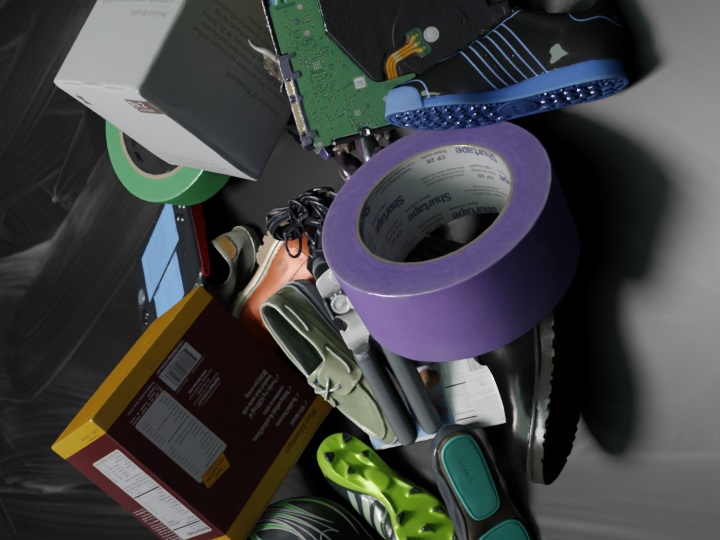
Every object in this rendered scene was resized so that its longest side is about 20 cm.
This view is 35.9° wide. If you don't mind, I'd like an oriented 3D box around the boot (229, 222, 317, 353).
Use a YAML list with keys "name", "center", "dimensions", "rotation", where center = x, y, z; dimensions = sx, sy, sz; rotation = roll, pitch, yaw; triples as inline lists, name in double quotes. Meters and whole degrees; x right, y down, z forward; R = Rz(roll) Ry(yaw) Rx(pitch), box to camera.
- name: "boot"
  center: [-0.077, 0.045, 1.210]
  dimensions: [0.107, 0.075, 0.201]
  rotation: [44, 129, 24]

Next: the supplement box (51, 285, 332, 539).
- name: "supplement box"
  center: [-0.177, 0.167, 1.194]
  dimensions: [0.200, 0.198, 0.133]
  rotation: [43, 144, -11]

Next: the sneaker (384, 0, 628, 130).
- name: "sneaker"
  center: [0.114, -0.167, 0.899]
  dimensions: [0.199, 0.070, 0.078]
  rotation: [-9, 77, 13]

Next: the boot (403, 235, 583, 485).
- name: "boot"
  center: [0.111, 0.075, 0.979]
  dimensions: [0.157, 0.079, 0.213]
  rotation: [0, 85, 34]

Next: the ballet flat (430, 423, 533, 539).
- name: "ballet flat"
  center: [0.116, 0.235, 1.056]
  dimensions: [0.073, 0.073, 0.201]
  rotation: [-14, 102, 48]

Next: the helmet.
- name: "helmet"
  center: [-0.061, 0.335, 1.175]
  dimensions: [0.190, 0.200, 0.201]
  rotation: [38, 128, 13]

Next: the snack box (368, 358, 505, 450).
- name: "snack box"
  center: [0.071, 0.129, 1.102]
  dimensions: [0.199, 0.024, 0.072]
  rotation: [-22, 85, 48]

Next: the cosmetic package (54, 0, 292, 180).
- name: "cosmetic package"
  center: [-0.157, -0.219, 1.085]
  dimensions: [0.164, 0.165, 0.201]
  rotation: [15, 75, 47]

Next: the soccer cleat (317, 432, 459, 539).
- name: "soccer cleat"
  center: [0.033, 0.247, 1.155]
  dimensions: [0.200, 0.067, 0.081]
  rotation: [41, 158, 22]

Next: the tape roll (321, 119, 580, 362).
- name: "tape roll"
  center: [0.074, -0.028, 0.919]
  dimensions: [0.199, 0.200, 0.085]
  rotation: [19, 150, 43]

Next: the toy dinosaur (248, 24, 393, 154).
- name: "toy dinosaur"
  center: [0.003, -0.170, 0.992]
  dimensions: [0.199, 0.077, 0.103]
  rotation: [-7, 130, 16]

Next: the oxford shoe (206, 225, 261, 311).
- name: "oxford shoe"
  center: [-0.174, 0.030, 1.319]
  dimensions: [0.075, 0.058, 0.201]
  rotation: [47, 132, 26]

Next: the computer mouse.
- name: "computer mouse"
  center: [0.000, 0.000, 1.091]
  dimensions: [0.200, 0.053, 0.138]
  rotation: [52, 153, -9]

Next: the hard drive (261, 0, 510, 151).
- name: "hard drive"
  center: [0.029, -0.193, 0.937]
  dimensions: [0.038, 0.199, 0.141]
  rotation: [-101, -5, -72]

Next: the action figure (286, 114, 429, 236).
- name: "action figure"
  center: [0.006, -0.094, 1.082]
  dimensions: [0.201, 0.069, 0.130]
  rotation: [55, 129, 17]

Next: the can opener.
- name: "can opener"
  center: [0.019, 0.072, 1.049]
  dimensions: [0.052, 0.067, 0.201]
  rotation: [-25, 108, 6]

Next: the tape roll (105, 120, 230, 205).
- name: "tape roll"
  center: [-0.212, -0.176, 1.273]
  dimensions: [0.199, 0.048, 0.202]
  rotation: [-2, 87, 39]

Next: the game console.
- name: "game console"
  center: [-0.231, 0.002, 1.344]
  dimensions: [0.200, 0.031, 0.178]
  rotation: [-58, 33, 40]

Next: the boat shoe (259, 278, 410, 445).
- name: "boat shoe"
  center: [-0.029, 0.100, 1.119]
  dimensions: [0.200, 0.062, 0.072]
  rotation: [50, 136, 10]
